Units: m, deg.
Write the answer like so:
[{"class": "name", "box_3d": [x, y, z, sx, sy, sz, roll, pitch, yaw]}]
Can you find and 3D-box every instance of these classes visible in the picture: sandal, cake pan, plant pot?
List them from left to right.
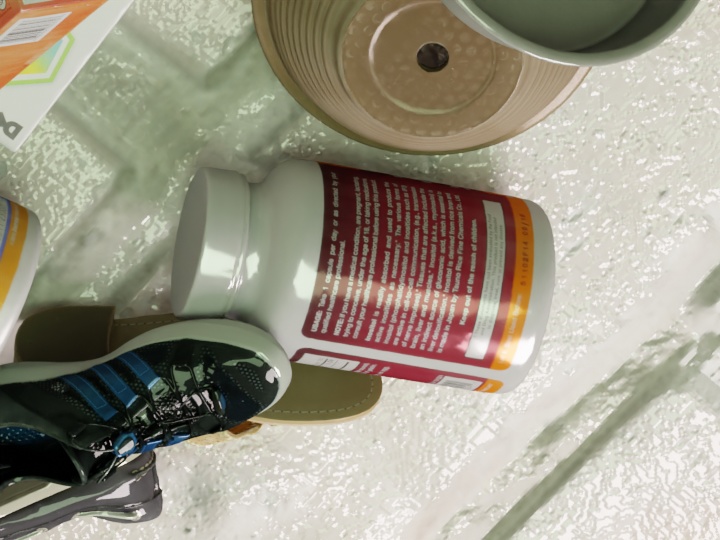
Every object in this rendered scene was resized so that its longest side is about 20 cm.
[{"class": "sandal", "box_3d": [-0.096, 0.067, 1.561, 0.210, 0.078, 0.070, 6, 143, -5]}, {"class": "plant pot", "box_3d": [0.038, -0.135, 1.447, 0.199, 0.093, 0.202, 1, 125, 1]}, {"class": "cake pan", "box_3d": [0.097, -0.201, 1.390, 0.199, 0.037, 0.202, 5, 80, -28]}]

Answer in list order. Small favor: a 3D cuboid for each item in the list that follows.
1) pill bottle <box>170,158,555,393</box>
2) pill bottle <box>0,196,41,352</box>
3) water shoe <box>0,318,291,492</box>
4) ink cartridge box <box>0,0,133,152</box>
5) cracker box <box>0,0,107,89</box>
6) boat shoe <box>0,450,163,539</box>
[{"class": "pill bottle", "box_3d": [0.000, 0.000, 1.510, 0.199, 0.113, 0.114, 10, 111, -14]}, {"class": "pill bottle", "box_3d": [-0.282, -0.019, 1.452, 0.199, 0.112, 0.113, 24, 107, -18]}, {"class": "water shoe", "box_3d": [-0.131, 0.086, 1.473, 0.199, 0.079, 0.072, -13, 129, 17]}, {"class": "ink cartridge box", "box_3d": [-0.200, -0.136, 1.445, 0.104, 0.059, 0.200, 36, 103, -22]}, {"class": "cracker box", "box_3d": [-0.206, -0.197, 1.330, 0.057, 0.134, 0.201, -13, 79, -37]}, {"class": "boat shoe", "box_3d": [-0.208, 0.151, 1.561, 0.199, 0.073, 0.063, -23, 112, -5]}]
